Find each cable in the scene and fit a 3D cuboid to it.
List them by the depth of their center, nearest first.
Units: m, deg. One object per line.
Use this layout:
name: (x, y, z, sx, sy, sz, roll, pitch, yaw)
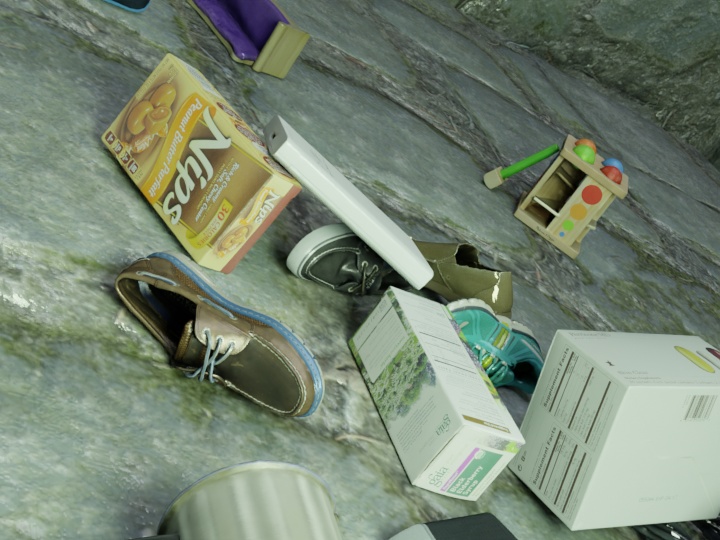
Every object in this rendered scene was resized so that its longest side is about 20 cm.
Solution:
cable: (0.350, 0.275, 1.167, 0.200, 0.051, 0.163, 39, 24, 11)

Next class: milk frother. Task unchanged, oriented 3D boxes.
milk frother: (-0.051, 0.175, 0.599, 0.180, 0.200, 0.188, 17, 28, -30)

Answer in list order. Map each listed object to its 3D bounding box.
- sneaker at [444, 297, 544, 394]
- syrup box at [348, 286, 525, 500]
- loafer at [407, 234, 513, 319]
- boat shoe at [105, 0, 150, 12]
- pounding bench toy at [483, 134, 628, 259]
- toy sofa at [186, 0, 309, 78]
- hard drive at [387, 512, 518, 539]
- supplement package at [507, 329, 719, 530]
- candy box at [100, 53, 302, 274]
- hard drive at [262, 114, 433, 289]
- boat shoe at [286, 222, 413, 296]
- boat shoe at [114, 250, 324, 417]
sneaker: (0.136, 0.086, 1.211, 0.199, 0.078, 0.080, 17, 37, -38)
syrup box: (0.067, 0.112, 1.046, 0.081, 0.079, 0.200, 20, 27, -34)
loafer: (0.103, -0.006, 1.311, 0.200, 0.068, 0.076, 31, 17, 29)
boat shoe: (-0.360, -0.409, 1.473, 0.200, 0.069, 0.084, 7, 36, -50)
pounding bench toy: (0.323, -0.152, 1.835, 0.200, 0.156, 0.124, 36, 22, 1)
toy sofa: (-0.172, -0.385, 1.679, 0.097, 0.083, 0.200, 12, 32, -47)
hard drive: (0.117, 0.271, 0.852, 0.135, 0.042, 0.200, 7, 36, -50)
supplement package: (0.272, 0.152, 1.088, 0.199, 0.156, 0.111, 4, 23, -33)
candy box: (-0.160, -0.107, 1.096, 0.200, 0.116, 0.055, 49, 14, 29)
hard drive: (-0.014, -0.071, 1.127, 0.200, 0.026, 0.132, 43, 7, -19)
boat shoe: (0.000, 0.000, 1.198, 0.066, 0.070, 0.200, 45, 16, 26)
boat shoe: (-0.121, 0.060, 0.906, 0.200, 0.072, 0.072, 33, 25, 20)
